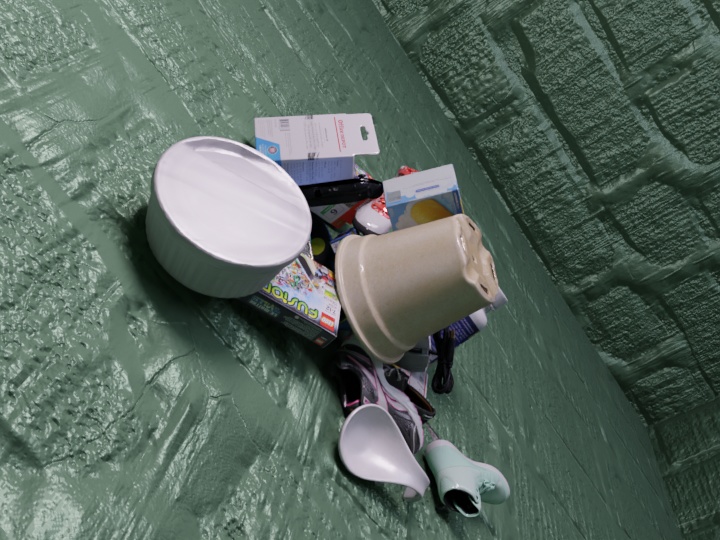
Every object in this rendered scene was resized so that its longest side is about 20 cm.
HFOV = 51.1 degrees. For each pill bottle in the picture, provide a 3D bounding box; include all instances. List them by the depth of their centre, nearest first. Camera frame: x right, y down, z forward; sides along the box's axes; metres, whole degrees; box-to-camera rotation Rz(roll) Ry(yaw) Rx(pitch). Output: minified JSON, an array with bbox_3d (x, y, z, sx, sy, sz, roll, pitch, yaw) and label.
[{"bbox_3d":[0.160,0.076,1.360,0.120,0.199,0.120,54,7,-10],"label":"pill bottle"}]

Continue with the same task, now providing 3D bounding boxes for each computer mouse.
[{"bbox_3d":[0.085,0.130,1.219,0.043,0.199,0.111,3,90,-28],"label":"computer mouse"}]

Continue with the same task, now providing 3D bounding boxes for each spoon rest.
[{"bbox_3d":[0.039,0.266,1.064,0.200,0.060,0.100,48,61,-33],"label":"spoon rest"}]

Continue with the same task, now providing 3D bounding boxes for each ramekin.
[{"bbox_3d":[-0.166,-0.058,0.911,0.200,0.094,0.204,20,44,-21],"label":"ramekin"}]

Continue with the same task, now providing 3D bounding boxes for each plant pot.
[{"bbox_3d":[0.092,0.012,1.092,0.200,0.182,0.202,45,34,-41],"label":"plant pot"}]

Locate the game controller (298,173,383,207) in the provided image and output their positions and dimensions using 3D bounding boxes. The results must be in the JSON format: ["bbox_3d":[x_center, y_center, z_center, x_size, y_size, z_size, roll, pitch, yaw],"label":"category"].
[{"bbox_3d":[-0.062,-0.123,1.192,0.104,0.198,0.043,-23,108,-67],"label":"game controller"}]

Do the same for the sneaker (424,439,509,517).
[{"bbox_3d":[0.188,0.377,1.258,0.200,0.074,0.119,36,24,-29],"label":"sneaker"}]

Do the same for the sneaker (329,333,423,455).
[{"bbox_3d":[0.013,0.200,1.121,0.201,0.080,0.086,56,38,0],"label":"sneaker"}]

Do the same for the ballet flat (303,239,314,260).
[{"bbox_3d":[-0.103,-0.016,1.128,0.072,0.072,0.202,33,33,-50],"label":"ballet flat"}]

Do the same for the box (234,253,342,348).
[{"bbox_3d":[-0.114,0.011,1.011,0.199,0.035,0.111,31,40,-24],"label":"box"}]

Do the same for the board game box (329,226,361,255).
[{"bbox_3d":[0.000,0.000,1.244,0.200,0.034,0.137,-61,127,-83],"label":"board game box"}]

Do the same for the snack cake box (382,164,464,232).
[{"bbox_3d":[0.114,-0.062,1.202,0.068,0.114,0.201,-95,168,-46],"label":"snack cake box"}]

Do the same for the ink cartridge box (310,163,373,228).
[{"bbox_3d":[-0.027,-0.137,1.391,0.200,0.109,0.051,32,27,-51],"label":"ink cartridge box"}]

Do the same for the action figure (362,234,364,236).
[{"bbox_3d":[0.054,0.003,1.320,0.066,0.051,0.201,68,-4,-60],"label":"action figure"}]

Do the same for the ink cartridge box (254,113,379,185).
[{"bbox_3d":[-0.074,-0.197,1.247,0.067,0.197,0.117,93,-10,-47],"label":"ink cartridge box"}]

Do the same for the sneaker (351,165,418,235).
[{"bbox_3d":[0.055,-0.128,1.333,0.067,0.108,0.201,37,26,10],"label":"sneaker"}]

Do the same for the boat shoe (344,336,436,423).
[{"bbox_3d":[0.046,0.175,1.216,0.201,0.067,0.072,52,24,-16],"label":"boat shoe"}]

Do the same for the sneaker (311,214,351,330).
[{"bbox_3d":[-0.054,0.006,1.223,0.202,0.065,0.078,69,9,22],"label":"sneaker"}]

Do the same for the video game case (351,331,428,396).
[{"bbox_3d":[0.056,0.153,1.333,0.201,0.017,0.143,54,22,-16],"label":"video game case"}]
